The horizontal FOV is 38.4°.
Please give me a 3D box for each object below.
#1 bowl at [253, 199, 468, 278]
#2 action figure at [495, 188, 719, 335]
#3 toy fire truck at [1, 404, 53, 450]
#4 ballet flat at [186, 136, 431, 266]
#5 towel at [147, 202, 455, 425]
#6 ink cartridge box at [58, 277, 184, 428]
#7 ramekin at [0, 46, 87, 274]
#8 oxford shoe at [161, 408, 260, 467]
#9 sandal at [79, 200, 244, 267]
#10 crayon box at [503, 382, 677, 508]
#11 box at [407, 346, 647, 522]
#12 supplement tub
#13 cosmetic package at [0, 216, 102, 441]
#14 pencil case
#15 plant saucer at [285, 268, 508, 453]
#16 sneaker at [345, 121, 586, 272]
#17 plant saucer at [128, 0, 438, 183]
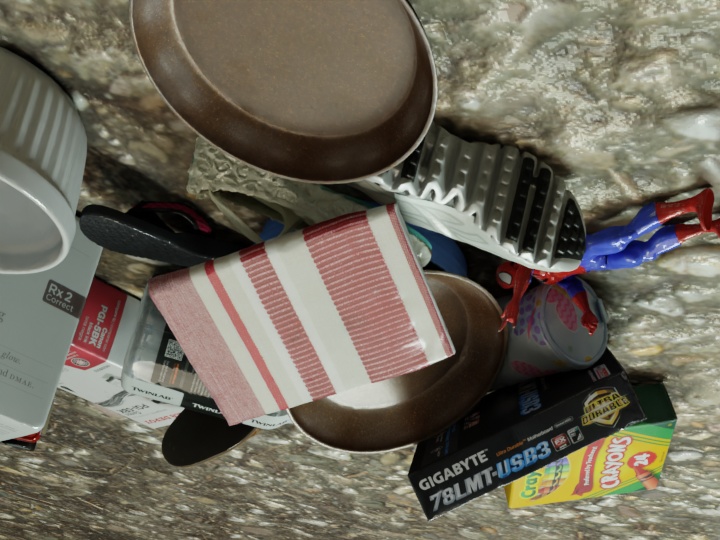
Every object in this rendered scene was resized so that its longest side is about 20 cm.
[{"bbox_3d":[0.000,0.000,0.915,0.197,0.040,0.201,9,153,5],"label":"bowl"},{"bbox_3d":[0.182,0.008,0.797,0.198,0.101,0.065,-12,145,44],"label":"action figure"},{"bbox_3d":[-0.496,0.146,1.343,0.173,0.131,0.200,13,164,-5],"label":"toy fire truck"},{"bbox_3d":[-0.045,-0.036,0.781,0.198,0.072,0.072,29,153,1],"label":"ballet flat"},{"bbox_3d":[-0.042,0.035,0.777,0.197,0.023,0.145,-17,122,13],"label":"towel"},{"bbox_3d":[-0.265,0.100,1.170,0.199,0.084,0.146,31,147,-33],"label":"ink cartridge box"},{"bbox_3d":[-0.305,-0.090,0.789,0.196,0.107,0.201,9,153,4],"label":"ramekin"},{"bbox_3d":[-0.126,0.158,1.142,0.198,0.072,0.072,-32,156,-8],"label":"oxford shoe"},{"bbox_3d":[-0.164,-0.033,0.926,0.074,0.046,0.198,-8,163,44],"label":"sandal"},{"bbox_3d":[0.219,0.186,1.078,0.196,0.051,0.128,-7,136,-3],"label":"crayon box"},{"bbox_3d":[0.144,0.135,0.916,0.196,0.050,0.200,-28,180,10],"label":"box"},{"bbox_3d":[-0.133,0.087,1.046,0.197,0.124,0.123,17,153,-9],"label":"supplement tub"},{"bbox_3d":[-0.363,0.034,0.948,0.164,0.203,0.164,30,149,-34],"label":"cosmetic package"},{"bbox_3d":[0.132,0.068,0.946,0.089,0.085,0.199,4,161,-33],"label":"pencil case"},{"bbox_3d":[0.026,0.071,0.869,0.197,0.037,0.203,-10,129,-13],"label":"plant saucer"},{"bbox_3d":[0.073,-0.055,0.752,0.198,0.076,0.081,26,159,-10],"label":"sneaker"},{"bbox_3d":[-0.045,-0.136,0.636,0.197,0.035,0.202,12,142,10],"label":"plant saucer"}]
